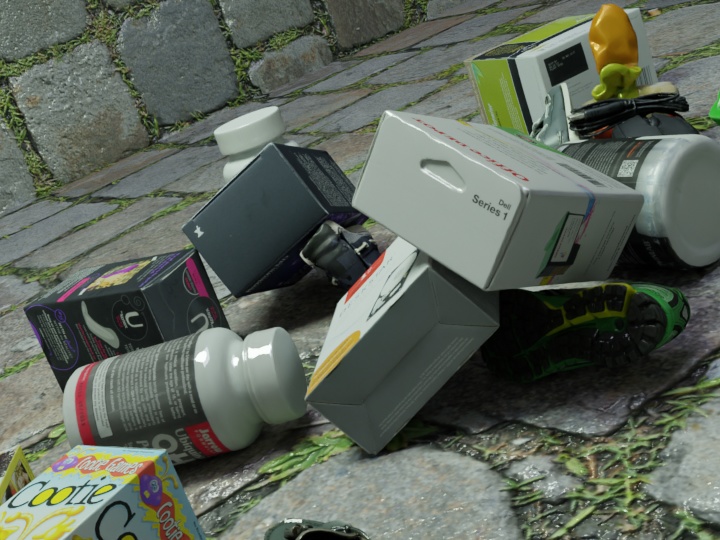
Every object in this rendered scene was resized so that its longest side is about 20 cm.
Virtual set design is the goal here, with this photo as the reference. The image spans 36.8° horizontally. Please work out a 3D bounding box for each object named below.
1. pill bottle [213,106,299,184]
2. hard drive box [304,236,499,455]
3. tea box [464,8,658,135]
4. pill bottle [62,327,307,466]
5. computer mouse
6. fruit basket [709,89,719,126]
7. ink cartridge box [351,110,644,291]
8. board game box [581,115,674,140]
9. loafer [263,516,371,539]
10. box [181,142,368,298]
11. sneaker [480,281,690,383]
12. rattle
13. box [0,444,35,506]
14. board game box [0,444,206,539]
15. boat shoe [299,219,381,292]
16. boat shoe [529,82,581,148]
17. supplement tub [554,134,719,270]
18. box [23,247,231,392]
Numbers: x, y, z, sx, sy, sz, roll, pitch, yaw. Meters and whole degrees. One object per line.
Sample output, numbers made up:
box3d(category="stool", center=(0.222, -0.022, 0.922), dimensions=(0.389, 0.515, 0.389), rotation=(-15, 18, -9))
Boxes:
box3d(category="pill bottle", center=(-0.115, -0.105, 1.421), dimensions=(0.109, 0.201, 0.110), rotation=(-19, 18, 6))
box3d(category="hard drive box", center=(0.041, 0.038, 0.925), dimensions=(0.156, 0.077, 0.200), rotation=(-48, 8, 19))
box3d(category="tea box", center=(0.300, -0.294, 1.629), dimensions=(0.199, 0.134, 0.197), rotation=(-27, 19, -19))
box3d(category="pill bottle", center=(-0.153, 0.115, 0.965), dimensions=(0.199, 0.111, 0.111), rotation=(-17, 18, 14))
box3d(category="computer mouse", center=(0.307, -0.130, 1.133), dimensions=(0.138, 0.053, 0.201), rotation=(-10, 46, -2))
box3d(category="fruit basket", center=(0.491, -0.163, 1.085), dimensions=(0.215, 0.156, 0.216), rotation=(22, 7, -3))
box3d(category="ink cartridge box", center=(0.112, -0.056, 0.862), dimensions=(0.145, 0.084, 0.199), rotation=(34, 22, 32))
box3d(category="board game box", center=(0.295, -0.150, 1.352), dimensions=(0.199, 0.047, 0.152), rotation=(-18, 18, 9))
box3d(category="loafer", center=(-0.012, 0.185, 0.675), dimensions=(0.072, 0.063, 0.200), rotation=(-28, 19, -22))
box3d(category="box", center=(-0.090, -0.059, 1.253), dimensions=(0.148, 0.104, 0.200), rotation=(-41, -7, 16))
box3d(category="sneaker", center=(0.176, 0.050, 0.883), dimensions=(0.085, 0.079, 0.199), rotation=(-4, 0, -42))
box3d(category="rattle", center=(0.300, -0.220, 1.262), dimensions=(0.130, 0.144, 0.200), rotation=(13, 28, 28))
box3d(category="box", center=(-0.342, 0.227, 0.946), dimensions=(0.075, 0.050, 0.200), rotation=(-21, 18, -1))
box3d(category="board game box", center=(-0.211, 0.218, 0.733), dimensions=(0.103, 0.105, 0.200), rotation=(-5, 24, 38))
box3d(category="boat shoe", center=(0.000, 0.000, 1.224), dimensions=(0.075, 0.093, 0.200), rotation=(-51, -12, 9))
box3d(category="boat shoe", center=(0.229, -0.172, 1.298), dimensions=(0.061, 0.073, 0.200), rotation=(-13, 25, 11))
box3d(category="supplement tub", center=(0.246, -0.065, 1.031), dimensions=(0.122, 0.123, 0.200), rotation=(-31, 21, -30))
box3d(category="box", center=(-0.262, 0.060, 1.227), dimensions=(0.199, 0.123, 0.106), rotation=(-7, 22, 35))
